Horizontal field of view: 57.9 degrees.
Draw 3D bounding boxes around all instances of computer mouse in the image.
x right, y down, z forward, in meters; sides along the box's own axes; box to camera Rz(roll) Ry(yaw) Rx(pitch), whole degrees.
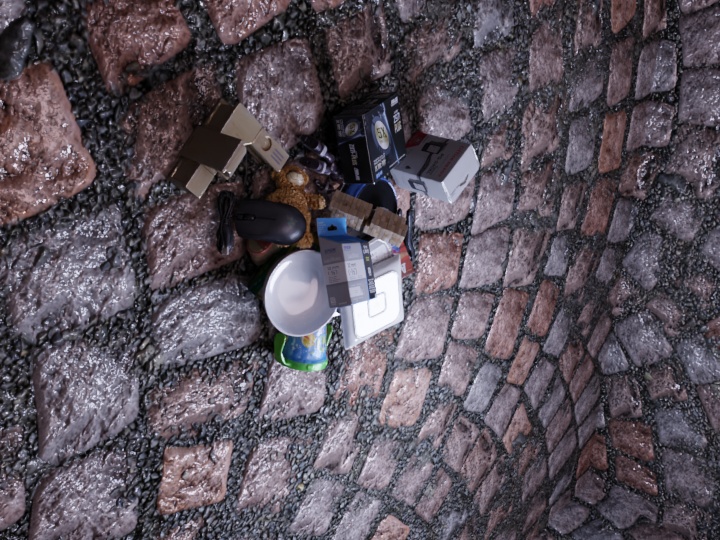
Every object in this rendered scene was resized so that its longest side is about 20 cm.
[{"bbox_3d":[-0.211,-0.101,1.394,0.194,0.053,0.143,2,82,-8],"label":"computer mouse"}]

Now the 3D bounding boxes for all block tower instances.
[{"bbox_3d":[0.018,-0.126,1.592,0.058,0.196,0.055,118,-5,-60],"label":"block tower"}]

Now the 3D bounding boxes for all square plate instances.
[{"bbox_3d":[0.035,0.084,1.649,0.195,0.028,0.205,-25,125,-29],"label":"square plate"}]

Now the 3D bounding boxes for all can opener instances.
[{"bbox_3d":[0.120,-0.096,1.839,0.203,0.061,0.080,79,6,-48],"label":"can opener"}]

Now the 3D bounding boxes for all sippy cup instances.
[{"bbox_3d":[-0.140,0.164,1.624,0.136,0.178,0.134,9,101,-2],"label":"sippy cup"}]

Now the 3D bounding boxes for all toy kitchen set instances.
[{"bbox_3d":[-0.246,-0.207,1.331,0.203,0.161,0.180,-58,138,-10],"label":"toy kitchen set"}]

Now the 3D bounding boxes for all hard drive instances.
[{"bbox_3d":[0.000,0.000,1.630,0.197,0.038,0.142,-31,123,-23],"label":"hard drive"}]

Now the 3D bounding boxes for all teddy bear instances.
[{"bbox_3d":[-0.152,-0.145,1.463,0.067,0.141,0.205,113,-7,-71],"label":"teddy bear"}]

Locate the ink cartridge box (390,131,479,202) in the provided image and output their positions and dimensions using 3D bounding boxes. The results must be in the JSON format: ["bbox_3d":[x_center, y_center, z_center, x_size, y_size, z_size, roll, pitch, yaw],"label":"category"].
[{"bbox_3d":[0.198,-0.280,1.749,0.146,0.198,0.084,-51,136,-17],"label":"ink cartridge box"}]

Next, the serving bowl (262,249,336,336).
[{"bbox_3d":[-0.142,0.045,1.511,0.195,0.065,0.206,-9,108,-28],"label":"serving bowl"}]

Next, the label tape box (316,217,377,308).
[{"bbox_3d":[-0.029,-0.024,1.497,0.142,0.065,0.206,-9,91,-64],"label":"label tape box"}]

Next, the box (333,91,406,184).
[{"bbox_3d":[0.029,-0.324,1.586,0.200,0.084,0.168,-44,131,-50],"label":"box"}]

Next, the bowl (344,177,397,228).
[{"bbox_3d":[0.025,-0.156,1.738,0.198,0.039,0.206,-21,120,-40],"label":"bowl"}]

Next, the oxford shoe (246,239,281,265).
[{"bbox_3d":[-0.191,-0.095,1.525,0.200,0.070,0.074,-45,159,-25],"label":"oxford shoe"}]

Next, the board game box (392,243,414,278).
[{"bbox_3d":[0.045,-0.004,1.711,0.197,0.019,0.105,-26,97,-24],"label":"board game box"}]

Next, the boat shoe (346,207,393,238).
[{"bbox_3d":[0.021,-0.089,1.679,0.198,0.068,0.073,-36,130,-31],"label":"boat shoe"}]

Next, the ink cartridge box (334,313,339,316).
[{"bbox_3d":[-0.091,0.044,1.708,0.195,0.050,0.167,-12,116,-27],"label":"ink cartridge box"}]

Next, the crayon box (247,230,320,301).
[{"bbox_3d":[-0.164,0.002,1.567,0.119,0.058,0.202,44,76,-36],"label":"crayon box"}]

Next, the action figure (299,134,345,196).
[{"bbox_3d":[-0.076,-0.255,1.568,0.199,0.068,0.134,24,81,-64],"label":"action figure"}]
